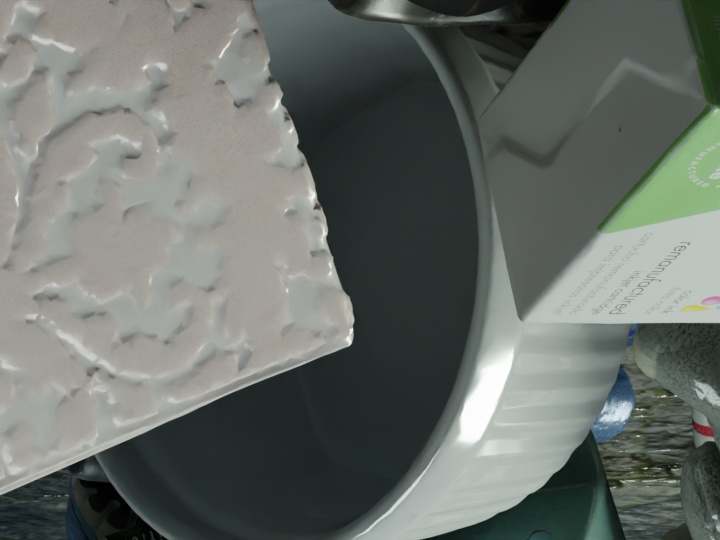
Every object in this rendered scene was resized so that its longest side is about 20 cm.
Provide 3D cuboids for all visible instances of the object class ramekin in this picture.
[{"bbox_3d":[0.000,0.000,0.790,0.200,0.201,0.105,-15,167,41],"label":"ramekin"}]

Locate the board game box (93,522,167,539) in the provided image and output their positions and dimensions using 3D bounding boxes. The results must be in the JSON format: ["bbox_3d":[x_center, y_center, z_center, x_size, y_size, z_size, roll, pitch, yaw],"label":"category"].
[{"bbox_3d":[-0.037,0.126,1.027,0.200,0.023,0.105,-19,148,-1],"label":"board game box"}]

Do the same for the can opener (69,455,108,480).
[{"bbox_3d":[-0.111,0.054,1.004,0.200,0.067,0.053,10,121,-35],"label":"can opener"}]

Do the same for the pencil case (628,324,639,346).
[{"bbox_3d":[0.132,-0.004,0.957,0.200,0.078,0.087,-8,170,22],"label":"pencil case"}]

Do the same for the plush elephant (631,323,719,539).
[{"bbox_3d":[0.174,0.065,0.835,0.165,0.200,0.155,-27,-167,-15],"label":"plush elephant"}]

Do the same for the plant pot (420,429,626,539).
[{"bbox_3d":[0.031,0.143,0.915,0.200,0.200,0.196,-3,136,11],"label":"plant pot"}]

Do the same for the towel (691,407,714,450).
[{"bbox_3d":[0.200,0.033,0.910,0.144,0.023,0.200,2,143,11],"label":"towel"}]

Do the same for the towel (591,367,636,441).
[{"bbox_3d":[0.025,0.035,1.043,0.200,0.049,0.112,10,-169,-41],"label":"towel"}]

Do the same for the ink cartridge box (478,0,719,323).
[{"bbox_3d":[0.147,-0.038,0.632,0.200,0.067,0.117,0,152,-23],"label":"ink cartridge box"}]

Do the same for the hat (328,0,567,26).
[{"bbox_3d":[0.028,-0.108,0.617,0.200,0.081,0.201,1,162,0],"label":"hat"}]

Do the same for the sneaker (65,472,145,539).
[{"bbox_3d":[-0.112,0.092,1.117,0.078,0.200,0.090,19,119,-5],"label":"sneaker"}]

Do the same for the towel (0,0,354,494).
[{"bbox_3d":[-0.114,-0.033,0.610,0.191,0.200,0.032,-22,-153,-10],"label":"towel"}]
